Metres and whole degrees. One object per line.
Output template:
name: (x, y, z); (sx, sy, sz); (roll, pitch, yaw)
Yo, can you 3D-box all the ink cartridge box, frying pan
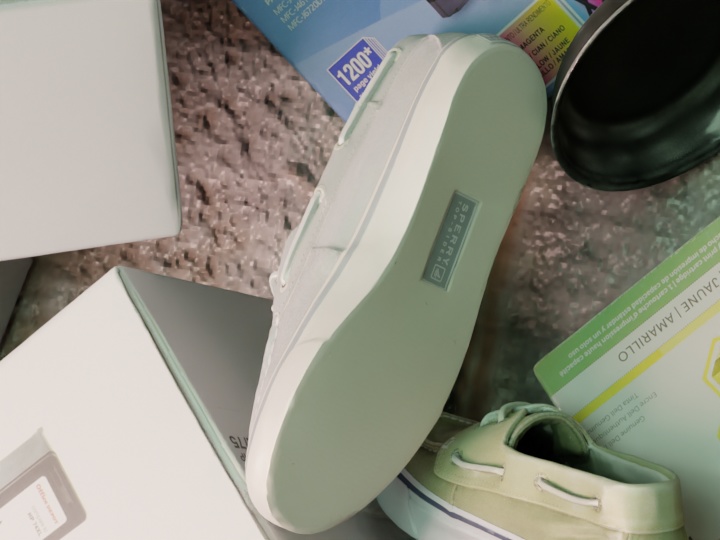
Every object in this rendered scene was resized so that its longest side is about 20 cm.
ink cartridge box: (0.177, 0.075, 1.115); (0.146, 0.048, 0.200); (-40, 65, 17)
ink cartridge box: (0.010, -0.146, 1.167); (0.136, 0.076, 0.200); (-42, 95, 17)
ink cartridge box: (-0.100, 0.119, 1.198); (0.200, 0.147, 0.146); (-38, 68, 18)
frying pan: (0.144, -0.105, 1.119); (0.190, 0.115, 0.031); (-47, 53, 14)

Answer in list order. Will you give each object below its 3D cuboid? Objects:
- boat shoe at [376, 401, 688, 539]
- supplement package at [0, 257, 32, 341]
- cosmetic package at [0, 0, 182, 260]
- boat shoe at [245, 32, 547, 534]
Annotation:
boat shoe: (0.069, 0.082, 1.122); (0.200, 0.072, 0.062); (25, 112, 58)
supplement package: (-0.260, 0.059, 1.284); (0.111, 0.156, 0.200); (25, 95, 27)
cosmetic package: (-0.185, -0.100, 1.182); (0.199, 0.123, 0.200); (-8, 35, -6)
boat shoe: (0.000, 0.000, 1.107); (0.069, 0.072, 0.200); (16, 85, 49)
